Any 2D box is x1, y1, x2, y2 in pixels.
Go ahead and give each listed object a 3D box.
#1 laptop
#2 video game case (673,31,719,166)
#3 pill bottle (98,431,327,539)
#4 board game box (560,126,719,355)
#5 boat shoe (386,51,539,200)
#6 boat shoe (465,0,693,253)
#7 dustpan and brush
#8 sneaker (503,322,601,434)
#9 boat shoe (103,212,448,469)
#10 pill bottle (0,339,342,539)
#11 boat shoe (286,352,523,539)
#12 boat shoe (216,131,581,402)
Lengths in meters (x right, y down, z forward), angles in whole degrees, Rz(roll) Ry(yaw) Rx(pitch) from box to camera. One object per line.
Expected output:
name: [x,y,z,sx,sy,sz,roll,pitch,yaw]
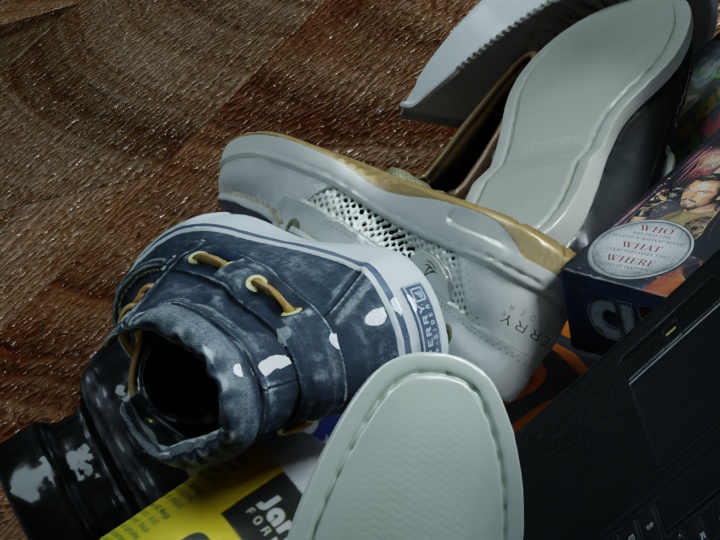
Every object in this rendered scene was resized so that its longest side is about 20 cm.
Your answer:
laptop: [0.076,0.104,0.788,0.103,0.201,0.177,-1,-29,-33]
video game case: [0.135,-0.038,1.192,0.143,0.018,0.200,-41,16,16]
pill bottle: [-0.042,0.127,0.970,0.199,0.113,0.112,-34,21,-13]
board game box: [0.186,0.001,0.931,0.199,0.035,0.135,15,40,37]
boat shoe: [0.030,-0.013,1.222,0.200,0.074,0.076,-47,19,-9]
boat shoe: [0.097,-0.043,1.156,0.073,0.061,0.200,-9,32,28]
dustpan and brush: [0.122,-0.124,1.248,0.057,0.139,0.201,53,123,39]
sneaker: [0.105,0.021,1.049,0.112,0.078,0.200,11,41,42]
boat shoe: [-0.059,0.023,0.983,0.090,0.071,0.200,-17,9,-29]
pill bottle: [-0.042,0.059,1.128,0.199,0.112,0.112,-30,21,-2]
boat shoe: [0.000,0.121,0.853,0.075,0.201,0.060,13,1,-13]
boat shoe: [0.000,0.000,1.028,0.200,0.071,0.070,21,84,54]
